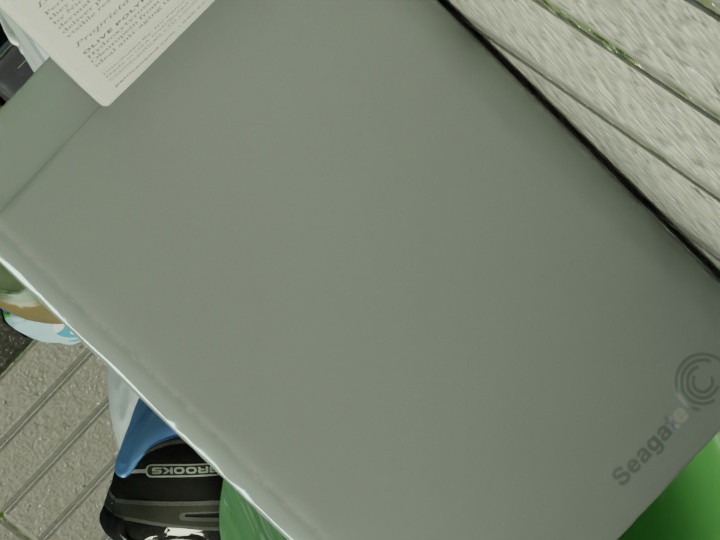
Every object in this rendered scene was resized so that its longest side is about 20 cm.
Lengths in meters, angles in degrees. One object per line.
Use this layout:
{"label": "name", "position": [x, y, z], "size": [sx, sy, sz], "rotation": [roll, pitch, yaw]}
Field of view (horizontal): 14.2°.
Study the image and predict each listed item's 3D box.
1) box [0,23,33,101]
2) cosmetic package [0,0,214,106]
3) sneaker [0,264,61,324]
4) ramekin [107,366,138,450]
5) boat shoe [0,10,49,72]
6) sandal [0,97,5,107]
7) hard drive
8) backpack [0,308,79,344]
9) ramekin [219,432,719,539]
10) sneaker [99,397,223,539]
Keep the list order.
{"label": "box", "position": [-0.108, -0.118, 0.993], "size": [0.200, 0.104, 0.182], "rotation": [44, 180, 32]}
{"label": "cosmetic package", "position": [-0.088, -0.124, 0.667], "size": [0.108, 0.085, 0.200], "rotation": [46, 180, 16]}
{"label": "sneaker", "position": [-0.174, -0.060, 1.063], "size": [0.200, 0.067, 0.090], "rotation": [47, -173, 27]}
{"label": "ramekin", "position": [-0.014, 0.041, 1.277], "size": [0.200, 0.201, 0.098], "rotation": [44, 172, 5]}
{"label": "boat shoe", "position": [-0.084, -0.097, 0.833], "size": [0.200, 0.072, 0.069], "rotation": [54, 157, 3]}
{"label": "sandal", "position": [-0.185, -0.072, 0.987], "size": [0.212, 0.070, 0.078], "rotation": [45, 179, -11]}
{"label": "hard drive", "position": [0.000, 0.000, 0.780], "size": [0.200, 0.132, 0.026], "rotation": [44, 178, -5]}
{"label": "backpack", "position": [-0.114, -0.070, 1.171], "size": [0.153, 0.201, 0.163], "rotation": [-7, 143, 31]}
{"label": "ramekin", "position": [0.047, 0.092, 1.005], "size": [0.200, 0.200, 0.098], "rotation": [45, -174, -37]}
{"label": "sneaker", "position": [-0.023, 0.113, 1.097], "size": [0.199, 0.083, 0.071], "rotation": [36, 172, -35]}
